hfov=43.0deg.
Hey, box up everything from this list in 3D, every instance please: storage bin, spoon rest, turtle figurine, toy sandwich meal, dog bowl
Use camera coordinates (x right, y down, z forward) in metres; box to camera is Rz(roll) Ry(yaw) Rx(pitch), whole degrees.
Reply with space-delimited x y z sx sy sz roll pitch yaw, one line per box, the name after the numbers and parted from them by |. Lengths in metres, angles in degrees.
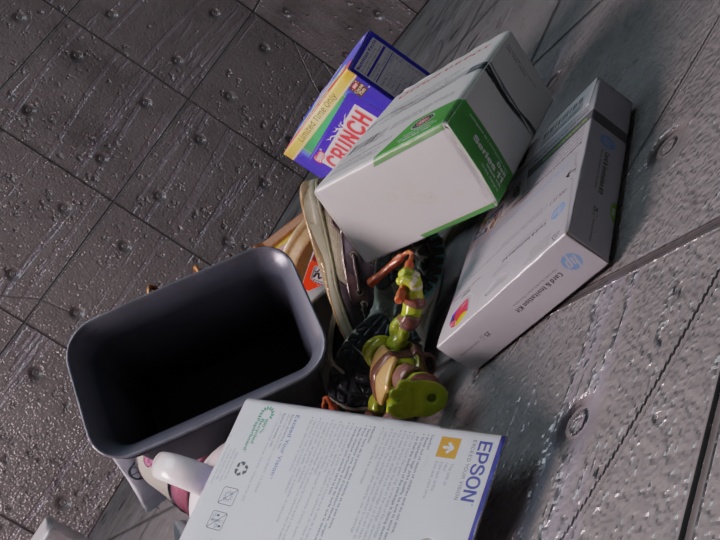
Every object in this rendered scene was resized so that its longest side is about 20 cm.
-0.128 0.082 0.785 0.200 0.146 0.134 -24 -27 -4 | storage bin
-0.054 0.096 1.022 0.099 0.061 0.200 -32 -30 -42 | spoon rest
0.025 0.096 0.719 0.161 0.064 0.200 -113 45 -67 | turtle figurine
-0.042 -0.034 1.175 0.205 0.205 0.070 -54 55 15 | toy sandwich meal
-0.121 0.169 0.920 0.074 0.200 0.200 43 103 35 | dog bowl

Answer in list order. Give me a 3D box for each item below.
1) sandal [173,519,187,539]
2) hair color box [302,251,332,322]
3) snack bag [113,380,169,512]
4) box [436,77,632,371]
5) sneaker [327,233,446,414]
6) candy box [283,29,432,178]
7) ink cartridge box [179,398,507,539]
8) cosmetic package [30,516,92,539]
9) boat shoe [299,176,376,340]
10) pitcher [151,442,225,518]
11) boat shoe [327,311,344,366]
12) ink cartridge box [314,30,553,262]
-0.126 0.276 0.845 0.207 0.059 0.079 -160 63 -65 | sandal
-0.049 0.050 1.099 0.102 0.061 0.200 -72 2 -57 | hair color box
-0.167 0.144 0.930 0.188 0.021 0.200 -34 -37 -19 | snack bag
0.137 -0.038 0.707 0.156 0.041 0.200 -48 12 43 | box
0.035 0.062 0.839 0.086 0.077 0.200 56 -125 -69 | sneaker
0.040 -0.145 1.038 0.169 0.200 0.077 -44 16 51 | candy box
-0.025 0.178 0.538 0.200 0.043 0.197 3 54 33 | ink cartridge box
-0.263 0.362 0.880 0.165 0.200 0.165 -59 11 -19 | cosmetic package
0.000 0.000 0.893 0.065 0.200 0.072 -18 5 16 | boat shoe
-0.091 0.180 0.724 0.121 0.171 0.200 -65 13 -16 | pitcher
0.016 0.031 0.974 0.074 0.066 0.200 -32 -40 -61 | boat shoe
0.071 -0.112 0.803 0.146 0.083 0.200 -24 21 38 | ink cartridge box
